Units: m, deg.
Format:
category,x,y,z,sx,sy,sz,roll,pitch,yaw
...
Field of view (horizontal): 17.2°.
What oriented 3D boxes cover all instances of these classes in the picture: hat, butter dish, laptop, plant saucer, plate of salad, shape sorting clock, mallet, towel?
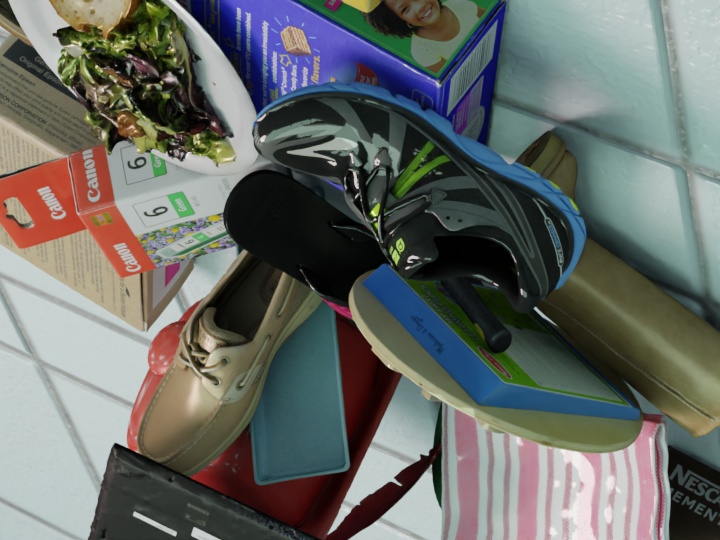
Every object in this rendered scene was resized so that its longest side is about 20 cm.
category,x,y,z,sx,sy,sz,roll,pitch,yaw
hat,0.072,0.163,1.665,0.166,0.176,0.200,37,154,1
butter dish,-0.091,0.087,1.699,0.199,0.200,0.148,3,151,49
laptop,-0.092,0.193,1.658,0.177,0.103,0.200,24,132,7
plant saucer,-0.046,0.045,1.625,0.070,0.200,0.019,-11,162,19
plate of salad,-0.147,-0.124,1.458,0.200,0.048,0.200,30,154,17
shape sorting clock,0.083,0.056,1.478,0.200,0.039,0.200,26,-162,-9
mallet,0.040,-0.015,1.490,0.200,0.041,0.066,57,169,32
towel,0.122,0.150,1.573,0.200,0.030,0.147,11,105,45

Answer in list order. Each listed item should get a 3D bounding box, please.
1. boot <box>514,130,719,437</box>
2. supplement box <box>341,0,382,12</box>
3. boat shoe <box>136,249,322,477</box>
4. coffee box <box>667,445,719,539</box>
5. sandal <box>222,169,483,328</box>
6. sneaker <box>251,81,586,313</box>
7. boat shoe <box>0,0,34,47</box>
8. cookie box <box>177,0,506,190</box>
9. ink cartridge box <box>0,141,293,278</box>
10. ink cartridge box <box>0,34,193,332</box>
category,x,y,z,sx,sy,sz,roll,pitch,yaw
boot,0.160,0.010,1.447,0.200,0.066,0.175,38,166,1
supplement box,-0.052,-0.245,1.249,0.200,0.103,0.131,28,152,17
boat shoe,-0.094,0.049,1.597,0.071,0.200,0.065,33,180,29
coffee box,0.264,0.222,1.595,0.200,0.114,0.080,29,155,19
sandal,0.000,0.000,1.558,0.200,0.075,0.045,27,-175,-26
sneaker,0.028,-0.041,1.336,0.199,0.083,0.071,27,152,4
boat shoe,-0.169,-0.149,1.585,0.200,0.072,0.068,25,150,24
cookie box,-0.021,-0.134,1.421,0.200,0.075,0.171,30,153,14
ink cartridge box,-0.146,-0.043,1.595,0.200,0.050,0.109,-16,154,4
ink cartridge box,-0.206,-0.063,1.766,0.165,0.075,0.200,31,152,11
